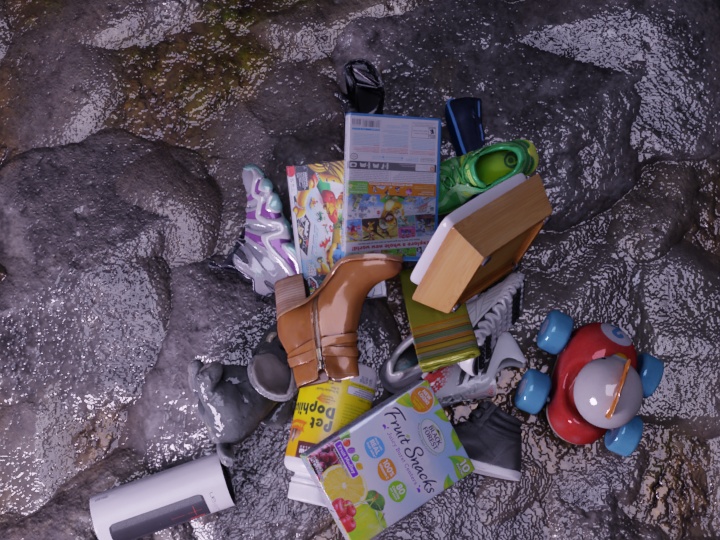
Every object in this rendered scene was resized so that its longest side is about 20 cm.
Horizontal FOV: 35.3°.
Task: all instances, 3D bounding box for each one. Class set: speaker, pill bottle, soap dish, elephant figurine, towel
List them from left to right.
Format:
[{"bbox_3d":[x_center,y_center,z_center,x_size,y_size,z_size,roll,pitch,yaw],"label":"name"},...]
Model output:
[{"bbox_3d":[-0.279,0.325,1.607,0.197,0.081,0.083,-18,77,-4],"label":"speaker"},{"bbox_3d":[-0.139,0.159,1.624,0.197,0.141,0.158,-18,104,-18],"label":"elephant figurine"},{"bbox_3d":[-0.046,0.230,1.608,0.107,0.109,0.204,11,77,4],"label":"pill bottle"},{"bbox_3d":[0.109,0.060,1.592,0.084,0.018,0.202,-13,40,2],"label":"towel"},{"bbox_3d":[0.172,-0.036,1.575,0.081,0.158,0.199,45,49,16],"label":"soap dish"}]

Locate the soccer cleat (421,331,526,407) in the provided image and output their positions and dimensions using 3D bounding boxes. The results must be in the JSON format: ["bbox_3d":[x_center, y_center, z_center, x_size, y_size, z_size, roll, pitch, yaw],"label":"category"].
[{"bbox_3d":[0.152,0.163,1.641,0.199,0.069,0.085,-37,67,-12],"label":"soccer cleat"}]

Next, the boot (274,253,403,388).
[{"bbox_3d":[-0.021,0.067,1.553,0.196,0.077,0.158,-16,73,6],"label":"boot"}]

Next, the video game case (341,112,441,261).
[{"bbox_3d":[0.044,-0.116,1.600,0.140,0.018,0.204,1,92,-19],"label":"video game case"}]

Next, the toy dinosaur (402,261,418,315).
[{"bbox_3d":[0.106,-0.019,1.697,0.086,0.048,0.204,-1,74,8],"label":"toy dinosaur"}]

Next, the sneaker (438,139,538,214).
[{"bbox_3d":[0.157,-0.140,1.629,0.198,0.083,0.075,-24,82,21],"label":"sneaker"}]

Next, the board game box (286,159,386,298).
[{"bbox_3d":[-0.034,-0.056,1.625,0.124,0.035,0.204,-7,92,0],"label":"board game box"}]

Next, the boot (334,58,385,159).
[{"bbox_3d":[0.004,-0.192,1.674,0.075,0.168,0.204,-5,77,1],"label":"boot"}]

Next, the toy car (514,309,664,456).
[{"bbox_3d":[0.340,0.151,1.559,0.182,0.200,0.179,25,78,-4],"label":"toy car"}]

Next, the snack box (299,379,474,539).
[{"bbox_3d":[0.037,0.261,1.539,0.198,0.053,0.144,-30,92,-14],"label":"snack box"}]

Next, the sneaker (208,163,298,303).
[{"bbox_3d":[-0.170,-0.050,1.691,0.138,0.078,0.202,-25,77,-5],"label":"sneaker"}]

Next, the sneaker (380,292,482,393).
[{"bbox_3d":[0.111,0.102,1.651,0.200,0.080,0.070,-43,78,-10],"label":"sneaker"}]

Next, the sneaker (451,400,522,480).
[{"bbox_3d":[0.144,0.231,1.629,0.196,0.071,0.101,15,76,-2],"label":"sneaker"}]

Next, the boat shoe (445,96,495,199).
[{"bbox_3d":[0.185,-0.176,1.712,0.067,0.084,0.204,-14,79,-5],"label":"boat shoe"}]

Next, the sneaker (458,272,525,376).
[{"bbox_3d":[0.175,0.062,1.621,0.080,0.076,0.200,20,44,25],"label":"sneaker"}]
